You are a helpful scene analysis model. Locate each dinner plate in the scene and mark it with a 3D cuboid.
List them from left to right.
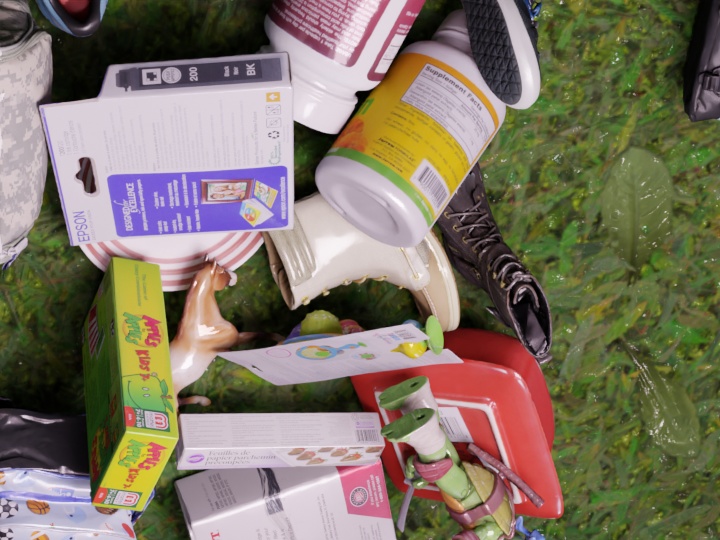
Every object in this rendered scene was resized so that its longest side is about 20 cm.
[{"bbox_3d":[-0.165,-0.075,1.425,0.199,0.024,0.201,-8,120,-15],"label":"dinner plate"}]

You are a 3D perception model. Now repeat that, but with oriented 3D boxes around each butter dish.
[{"bbox_3d":[0.115,0.125,1.567,0.148,0.199,0.200,-53,135,-39],"label":"butter dish"}]

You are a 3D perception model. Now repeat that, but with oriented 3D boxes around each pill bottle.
[{"bbox_3d":[-0.011,-0.225,1.345,0.114,0.114,0.200,22,108,-28],"label":"pill bottle"},{"bbox_3d":[0.058,-0.129,1.393,0.111,0.111,0.200,48,68,-33],"label":"pill bottle"}]

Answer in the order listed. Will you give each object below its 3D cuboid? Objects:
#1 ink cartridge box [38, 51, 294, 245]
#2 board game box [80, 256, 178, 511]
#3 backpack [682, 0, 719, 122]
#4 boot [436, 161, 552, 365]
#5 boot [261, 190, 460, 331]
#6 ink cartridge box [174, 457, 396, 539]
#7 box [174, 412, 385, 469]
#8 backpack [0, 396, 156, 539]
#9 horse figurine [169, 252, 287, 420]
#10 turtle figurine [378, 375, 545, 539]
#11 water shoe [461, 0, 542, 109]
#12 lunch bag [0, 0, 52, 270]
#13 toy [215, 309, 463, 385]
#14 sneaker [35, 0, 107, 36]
[{"bbox_3d":[-0.154,-0.097,1.320,0.199,0.044,0.198,-5,147,-6],"label":"ink cartridge box"},{"bbox_3d":[-0.203,0.096,1.384,0.047,0.200,0.102,10,132,-22],"label":"board game box"},{"bbox_3d":[0.414,-0.212,1.500,0.199,0.154,0.164,9,113,0],"label":"backpack"},{"bbox_3d":[0.118,-0.027,1.461,0.069,0.174,0.200,-29,123,-3],"label":"boot"},{"bbox_3d":[0.000,0.000,1.483,0.154,0.072,0.201,-30,117,-14],"label":"boot"},{"bbox_3d":[-0.073,0.255,1.599,0.199,0.084,0.145,-18,121,-11],"label":"ink cartridge box"},{"bbox_3d":[-0.076,0.161,1.510,0.199,0.042,0.039,0,143,-20],"label":"box"},{"bbox_3d":[-0.287,0.214,1.451,0.199,0.155,0.191,13,146,-20],"label":"backpack"},{"bbox_3d":[-0.159,0.090,1.488,0.200,0.050,0.132,-46,140,9],"label":"horse figurine"},{"bbox_3d":[0.054,0.211,1.469,0.199,0.144,0.194,-8,117,37],"label":"turtle figurine"},{"bbox_3d":[0.129,-0.233,1.354,0.079,0.201,0.072,-10,159,-24],"label":"water shoe"},{"bbox_3d":[-0.315,-0.117,1.262,0.139,0.168,0.201,-2,118,-18],"label":"lunch bag"},{"bbox_3d":[-0.018,0.064,1.459,0.199,0.047,0.115,-6,158,27],"label":"toy"},{"bbox_3d":[-0.234,-0.276,1.251,0.078,0.090,0.201,-19,119,-9],"label":"sneaker"}]
